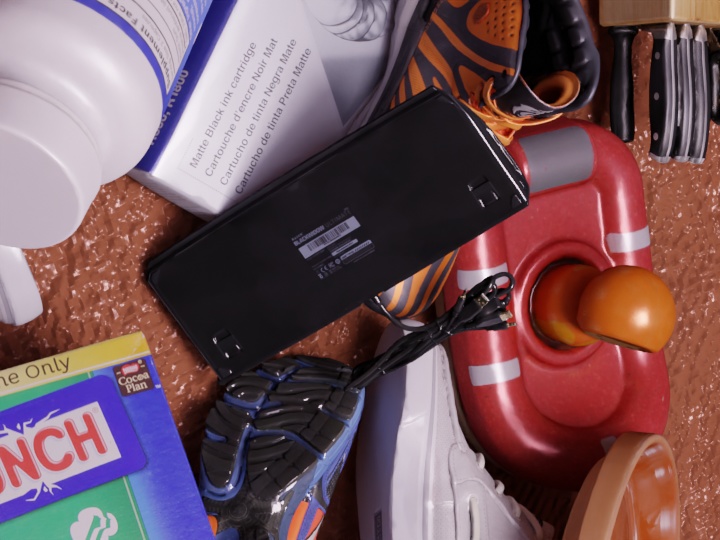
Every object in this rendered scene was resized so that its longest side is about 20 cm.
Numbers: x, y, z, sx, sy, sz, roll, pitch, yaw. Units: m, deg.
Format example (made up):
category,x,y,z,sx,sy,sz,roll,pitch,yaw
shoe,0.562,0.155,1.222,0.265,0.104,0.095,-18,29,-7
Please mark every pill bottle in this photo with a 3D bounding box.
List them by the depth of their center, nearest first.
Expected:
category,x,y,z,sx,sy,sz,roll,pitch,yaw
pill bottle,-0.135,-0.110,1.267,0.112,0.112,0.201,44,46,-28

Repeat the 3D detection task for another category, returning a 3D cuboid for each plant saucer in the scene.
category,x,y,z,sx,sy,sz,roll,pitch,yaw
plant saucer,0.130,0.184,1.435,0.200,0.032,0.202,7,90,-71

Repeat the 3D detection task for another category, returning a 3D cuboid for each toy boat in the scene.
category,x,y,z,sx,sy,sz,roll,pitch,yaw
toy boat,0.119,0.021,1.470,0.130,0.131,0.201,-15,104,-28

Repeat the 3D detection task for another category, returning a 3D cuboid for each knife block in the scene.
category,x,y,z,sx,sy,sz,roll,pitch,yaw
knife block,0.167,-0.166,1.503,0.200,0.064,0.176,50,64,-26

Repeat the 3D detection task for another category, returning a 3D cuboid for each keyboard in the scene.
category,x,y,z,sx,sy,sz,roll,pitch,yaw
keyboard,0.000,0.000,1.380,0.127,0.199,0.021,55,24,-13

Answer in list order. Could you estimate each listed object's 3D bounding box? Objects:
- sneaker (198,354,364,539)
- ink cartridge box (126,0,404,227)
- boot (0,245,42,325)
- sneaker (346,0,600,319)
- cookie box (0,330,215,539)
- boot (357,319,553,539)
category,x,y,z,sx,sy,sz,roll,pitch,yaw
sneaker,-0.053,0.127,1.408,0.079,0.075,0.201,81,32,-52
ink cartridge box,-0.040,-0.118,1.409,0.199,0.041,0.201,29,81,-30
boot,-0.235,-0.043,1.293,0.095,0.073,0.201,-33,105,-15
sneaker,0.054,-0.069,1.383,0.077,0.112,0.201,11,92,-37
cookie box,-0.151,0.149,1.279,0.170,0.075,0.201,-16,68,-13
boot,0.053,0.128,1.441,0.095,0.074,0.201,6,74,-18
